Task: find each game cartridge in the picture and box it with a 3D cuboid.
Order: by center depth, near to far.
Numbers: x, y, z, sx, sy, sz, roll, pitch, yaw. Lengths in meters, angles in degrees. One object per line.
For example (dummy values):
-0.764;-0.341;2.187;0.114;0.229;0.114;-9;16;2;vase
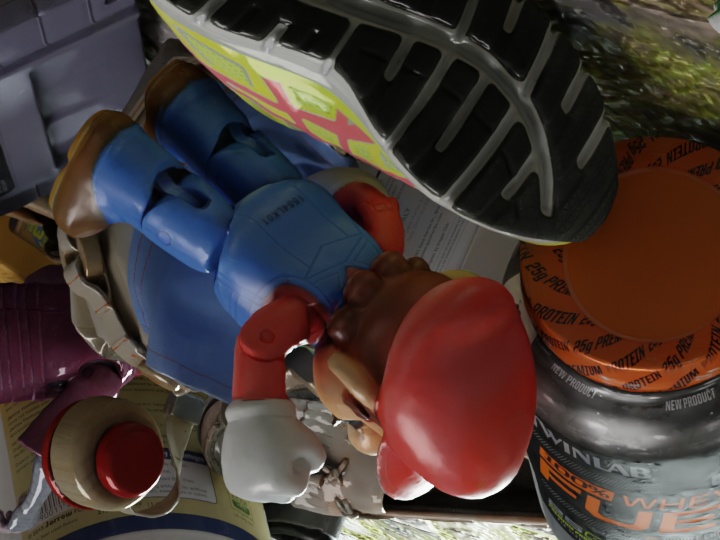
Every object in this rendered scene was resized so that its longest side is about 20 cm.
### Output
-0.150;-0.068;1.196;0.038;0.129;0.200;57;171;14;game cartridge

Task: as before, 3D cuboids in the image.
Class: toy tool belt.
-0.057;0.006;1.150;0.125;0.201;0.123;24;170;-37;toy tool belt

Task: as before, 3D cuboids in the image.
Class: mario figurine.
-0.022;0.019;1.050;0.200;0.124;0.106;40;178;20;mario figurine

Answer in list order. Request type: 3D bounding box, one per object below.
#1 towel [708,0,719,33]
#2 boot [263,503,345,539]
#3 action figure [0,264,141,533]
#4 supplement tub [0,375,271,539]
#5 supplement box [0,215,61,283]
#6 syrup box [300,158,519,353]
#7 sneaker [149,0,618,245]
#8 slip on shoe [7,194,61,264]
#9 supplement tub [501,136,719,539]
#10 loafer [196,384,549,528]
0.214;-0.053;0.874;0.199;0.024;0.153;25;165;-6;towel
0.005;0.081;1.412;0.070;0.132;0.200;30;163;-16;boot
-0.158;0.024;1.255;0.199;0.134;0.149;-3;139;-9;action figure
-0.122;0.111;1.399;0.143;0.201;0.145;-9;137;-8;supplement tub
-0.193;-0.036;1.457;0.200;0.067;0.069;35;161;-29;supplement box
0.000;0.000;1.254;0.199;0.082;0.079;6;155;46;syrup box
0.006;-0.074;1.034;0.200;0.078;0.090;35;166;2;sneaker
-0.132;-0.027;1.401;0.200;0.061;0.076;33;162;-27;slip on shoe
0.119;0.039;1.106;0.122;0.123;0.200;19;157;20;supplement tub
0.024;0.085;1.323;0.199;0.063;0.072;3;122;-7;loafer
